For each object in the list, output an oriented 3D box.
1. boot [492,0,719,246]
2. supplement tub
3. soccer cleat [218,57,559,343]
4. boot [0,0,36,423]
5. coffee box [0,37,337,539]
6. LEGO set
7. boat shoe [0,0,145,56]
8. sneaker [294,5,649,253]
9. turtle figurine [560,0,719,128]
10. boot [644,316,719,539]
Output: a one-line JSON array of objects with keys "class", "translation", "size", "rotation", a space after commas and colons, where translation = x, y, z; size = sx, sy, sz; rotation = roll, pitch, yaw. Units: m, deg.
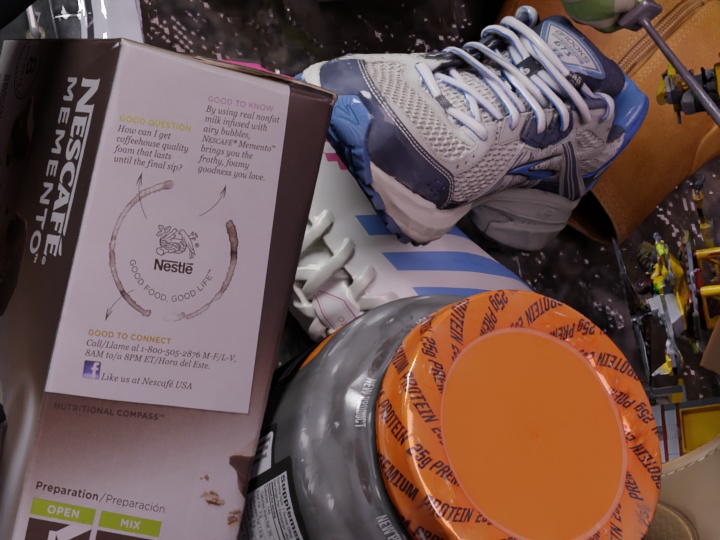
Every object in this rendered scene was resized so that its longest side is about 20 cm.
[{"class": "boot", "translation": [0.141, -0.062, 1.130], "size": [0.201, 0.071, 0.144], "rotation": [37, 63, -11]}, {"class": "supplement tub", "translation": [0.006, 0.083, 0.901], "size": [0.122, 0.200, 0.123], "rotation": [12, 65, -27]}, {"class": "soccer cleat", "translation": [0.000, 0.000, 1.005], "size": [0.200, 0.070, 0.087], "rotation": [37, 40, -16]}, {"class": "boot", "translation": [-0.145, -0.024, 0.811], "size": [0.198, 0.073, 0.164], "rotation": [-25, 101, -48]}, {"class": "coffee box", "translation": [-0.085, 0.029, 0.879], "size": [0.079, 0.113, 0.202], "rotation": [13, 89, -27]}, {"class": "LEGO set", "translation": [0.132, 0.016, 1.040], "size": [0.115, 0.200, 0.155], "rotation": [-8, 55, 9]}, {"class": "boat shoe", "translation": [-0.117, -0.089, 0.986], "size": [0.070, 0.072, 0.202], "rotation": [-6, 74, -9]}, {"class": "sneaker", "translation": [0.047, -0.062, 0.978], "size": [0.077, 0.085, 0.200], "rotation": [55, 20, 14]}, {"class": "turtle figurine", "translation": [0.128, -0.151, 0.953], "size": [0.198, 0.144, 0.195], "rotation": [14, 47, 2]}, {"class": "boot", "translation": [0.167, 0.093, 0.960], "size": [0.154, 0.201, 0.074], "rotation": [12, 30, -34]}]
